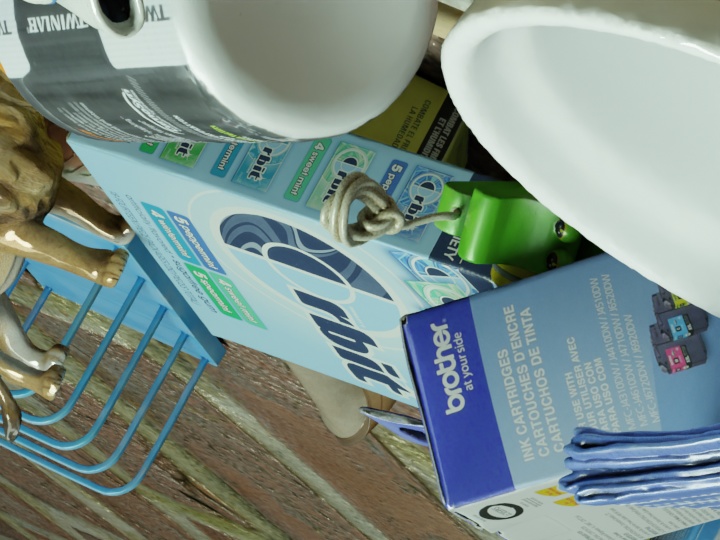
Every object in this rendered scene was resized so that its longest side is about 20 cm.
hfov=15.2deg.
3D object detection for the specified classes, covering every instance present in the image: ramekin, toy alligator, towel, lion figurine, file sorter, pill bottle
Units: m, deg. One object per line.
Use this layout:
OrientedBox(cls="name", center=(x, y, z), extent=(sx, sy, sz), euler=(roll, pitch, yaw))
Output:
OrientedBox(cls="ramekin", center=(0.132, -0.054, 0.754), extent=(0.200, 0.098, 0.201), euler=(27, 165, 8))
OrientedBox(cls="toy alligator", center=(0.071, -0.016, 0.940), extent=(0.054, 0.059, 0.200), euler=(28, -158, 36))
OrientedBox(cls="towel", center=(0.173, 0.057, 0.842), extent=(0.145, 0.024, 0.200), euler=(-11, 168, 40))
OrientedBox(cls="lion figurine", center=(-0.167, -0.010, 1.159), extent=(0.122, 0.073, 0.200), euler=(25, 129, -7))
OrientedBox(cls="file sorter", center=(-0.194, 0.039, 1.656), extent=(0.139, 0.123, 0.200), euler=(24, 166, 22))
OrientedBox(cls="pill bottle", center=(-0.067, -0.098, 0.963), extent=(0.106, 0.106, 0.200), euler=(36, 164, -27))

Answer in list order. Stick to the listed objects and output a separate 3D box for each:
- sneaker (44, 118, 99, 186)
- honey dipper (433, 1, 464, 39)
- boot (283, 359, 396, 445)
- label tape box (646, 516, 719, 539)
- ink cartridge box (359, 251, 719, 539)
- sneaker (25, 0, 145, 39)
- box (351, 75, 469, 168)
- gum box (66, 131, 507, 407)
OrientedBox(cls="sneaker", center=(-0.097, -0.070, 1.221), extent=(0.200, 0.071, 0.080), euler=(21, -151, -25))
OrientedBox(cls="honey dipper", center=(0.063, -0.072, 0.949), extent=(0.200, 0.038, 0.038), euler=(24, 165, 26))
OrientedBox(cls="boot", center=(-0.031, 0.021, 1.416), extent=(0.146, 0.070, 0.200), euler=(38, 164, -9))
OrientedBox(cls="label tape box", center=(0.165, 0.093, 1.107), extent=(0.066, 0.144, 0.200), euler=(28, 166, 5))
OrientedBox(cls="ink cartridge box", center=(0.103, 0.043, 0.944), extent=(0.199, 0.077, 0.136), euler=(-19, 160, 14))
OrientedBox(cls="sneaker", center=(-0.120, -0.112, 0.878), extent=(0.147, 0.080, 0.200), euler=(59, 151, 26))
OrientedBox(cls="box", center=(-0.052, -0.080, 1.111), extent=(0.200, 0.050, 0.075), euler=(27, 165, 7))
OrientedBox(cls="gum box", center=(0.000, 0.000, 1.093), extent=(0.200, 0.045, 0.170), euler=(18, 159, 27))
